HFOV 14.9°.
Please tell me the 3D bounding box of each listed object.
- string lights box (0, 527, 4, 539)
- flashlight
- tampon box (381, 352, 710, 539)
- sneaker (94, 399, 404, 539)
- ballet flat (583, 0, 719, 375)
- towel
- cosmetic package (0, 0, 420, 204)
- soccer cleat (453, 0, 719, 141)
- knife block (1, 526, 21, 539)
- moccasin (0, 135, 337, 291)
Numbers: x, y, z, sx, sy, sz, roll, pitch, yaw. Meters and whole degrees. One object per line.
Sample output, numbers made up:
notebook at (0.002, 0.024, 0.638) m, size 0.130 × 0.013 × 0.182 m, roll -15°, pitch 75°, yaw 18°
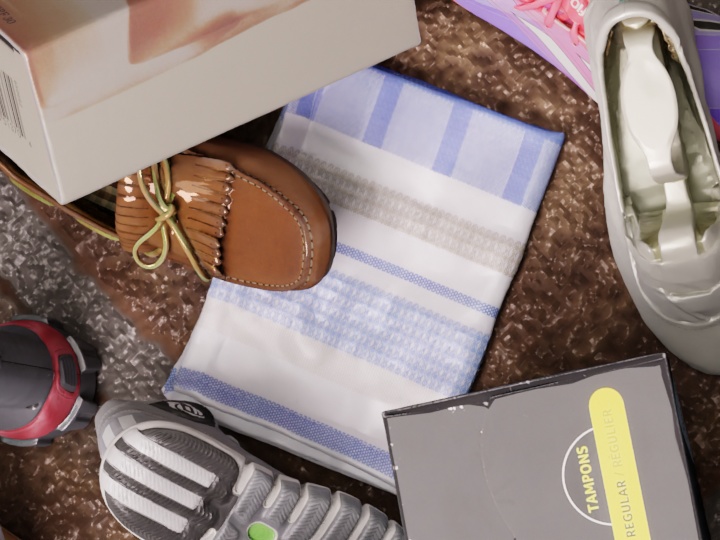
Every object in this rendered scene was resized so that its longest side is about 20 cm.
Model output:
string lights box at (-0.277, 0.159, 1.312) m, size 0.200 × 0.103 × 0.059 m, roll -21°, pitch 81°, yaw 14°
flashlight at (-0.188, 0.048, 1.315) m, size 0.068 × 0.200 × 0.068 m, roll 39°, pitch 96°, yaw 17°
tampon box at (0.093, 0.128, 1.223) m, size 0.126 × 0.200 × 0.150 m, roll -12°, pitch 82°, yaw 5°
sneaker at (-0.046, 0.115, 1.333) m, size 0.200 × 0.115 × 0.075 m, roll 36°, pitch 94°, yaw -24°
ballet flat at (0.142, -0.038, 1.271) m, size 0.069 × 0.069 × 0.200 m, roll -12°, pitch 103°, yaw 14°
towel at (0.000, 0.000, 1.360) m, size 0.147 × 0.024 × 0.200 m, roll 23°, pitch 91°, yaw 15°
cosmetic package at (-0.084, -0.123, 1.299) m, size 0.200 × 0.087 × 0.103 m, roll -26°, pitch 38°, yaw -23°
soccer cleat at (0.108, -0.123, 1.315) m, size 0.200 × 0.076 × 0.067 m, roll 33°, pitch 94°, yaw 16°
knife block at (-0.203, 0.146, 1.380) m, size 0.176 × 0.064 × 0.200 m, roll -14°, pitch 81°, yaw 13°
moccasin at (-0.098, -0.039, 1.336) m, size 0.201 × 0.078 × 0.074 m, roll 29°, pitch 119°, yaw 29°
